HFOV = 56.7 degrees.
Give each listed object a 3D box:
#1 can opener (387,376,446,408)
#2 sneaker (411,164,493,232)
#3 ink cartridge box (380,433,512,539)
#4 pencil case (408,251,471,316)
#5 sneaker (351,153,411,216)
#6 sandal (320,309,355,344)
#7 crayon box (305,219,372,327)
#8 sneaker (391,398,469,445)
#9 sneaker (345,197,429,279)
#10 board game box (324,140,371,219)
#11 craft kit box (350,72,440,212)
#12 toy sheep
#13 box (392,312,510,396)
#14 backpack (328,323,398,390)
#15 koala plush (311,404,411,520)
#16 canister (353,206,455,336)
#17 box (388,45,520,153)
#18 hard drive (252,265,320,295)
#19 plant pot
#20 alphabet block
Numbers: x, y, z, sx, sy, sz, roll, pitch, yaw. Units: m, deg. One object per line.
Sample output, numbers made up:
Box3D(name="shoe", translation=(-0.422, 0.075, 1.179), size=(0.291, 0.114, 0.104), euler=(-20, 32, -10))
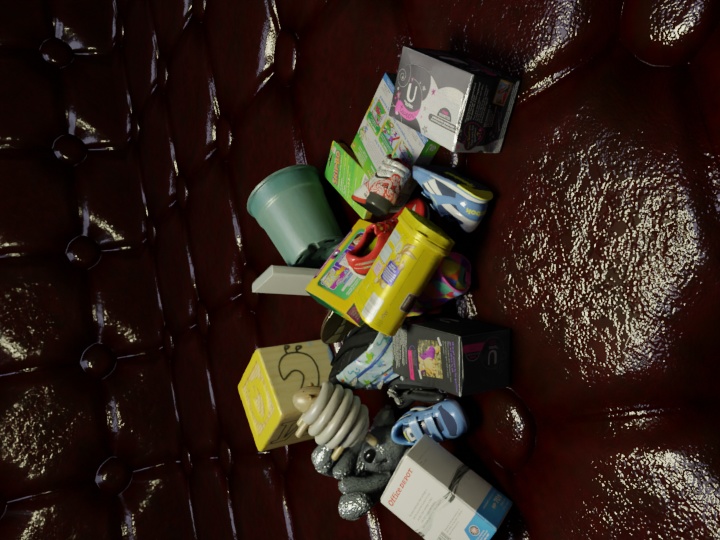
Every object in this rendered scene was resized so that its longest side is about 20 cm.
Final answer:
Box3D(name="can opener", translation=(0.108, 0.228, 1.299), size=(0.064, 0.078, 0.200), euler=(53, 161, -1))
Box3D(name="sneaker", translation=(0.154, -0.139, 1.218), size=(0.200, 0.073, 0.083), euler=(43, 131, 47))
Box3D(name="ink cartridge box", translation=(0.154, 0.424, 1.221), size=(0.199, 0.086, 0.148), euler=(36, 128, 19))
Box3D(name="pencil case", translation=(0.130, 0.034, 1.276), size=(0.200, 0.087, 0.090), euler=(-36, 65, 55))
Box3D(name="sneaker", translation=(0.044, -0.170, 1.327), size=(0.109, 0.067, 0.201), euler=(-59, 12, 0))
Box3D(name="sandal", translation=(-0.049, 0.082, 1.569), size=(0.055, 0.081, 0.203), euler=(-121, 36, -59))
Box3D(name="crayon box", translation=(0.000, 0.000, 1.389), size=(0.201, 0.058, 0.172), euler=(-52, 36, -10))
Box3D(name="sneaker", translation=(0.133, 0.301, 1.284), size=(0.200, 0.082, 0.075), euler=(-35, 78, 55))
Box3D(name="sneaker", translation=(0.053, -0.069, 1.286), size=(0.200, 0.085, 0.077), euler=(-46, 45, -5))
Box3D(name="board game box", translation=(-0.021, -0.211, 1.525), size=(0.200, 0.030, 0.096), euler=(48, 132, 40))
Box3D(name="craft kit box", translation=(0.067, -0.259, 1.365), size=(0.198, 0.048, 0.202), euler=(-56, 49, 42))
Box3D(name="toy sheep", translation=(-0.050, 0.303, 1.362), size=(0.139, 0.199, 0.138), euler=(-54, 10, 15))
Box3D(name="box", translation=(0.159, 0.146, 1.205), size=(0.199, 0.121, 0.108), euler=(9, 101, 56))
Box3D(name="backpack", translation=(0.033, 0.162, 1.380), size=(0.152, 0.164, 0.201), euler=(30, 143, 5))
Box3D(name="koala plush", translation=(0.034, 0.399, 1.440), size=(0.200, 0.183, 0.178), euler=(-48, 62, 23))
Box3D(name="canister", translation=(0.073, 0.002, 1.209), size=(0.201, 0.086, 0.149), euler=(-59, 18, 12))
Box3D(name="box", translation=(0.154, -0.296, 1.154), size=(0.200, 0.113, 0.134), euler=(43, 129, 46))
Box3D(name="hard drive", translation=(-0.142, 0.027, 1.590), size=(0.132, 0.198, 0.027), euler=(-36, 56, 53))
Box3D(name="plant pot", translation=(-0.141, -0.112, 1.593), size=(0.197, 0.198, 0.201), euler=(59, 140, 22))
Box3D(name="alphabet block", translation=(-0.169, 0.310, 1.676), size=(0.197, 0.198, 0.197), euler=(62, 141, 30))
